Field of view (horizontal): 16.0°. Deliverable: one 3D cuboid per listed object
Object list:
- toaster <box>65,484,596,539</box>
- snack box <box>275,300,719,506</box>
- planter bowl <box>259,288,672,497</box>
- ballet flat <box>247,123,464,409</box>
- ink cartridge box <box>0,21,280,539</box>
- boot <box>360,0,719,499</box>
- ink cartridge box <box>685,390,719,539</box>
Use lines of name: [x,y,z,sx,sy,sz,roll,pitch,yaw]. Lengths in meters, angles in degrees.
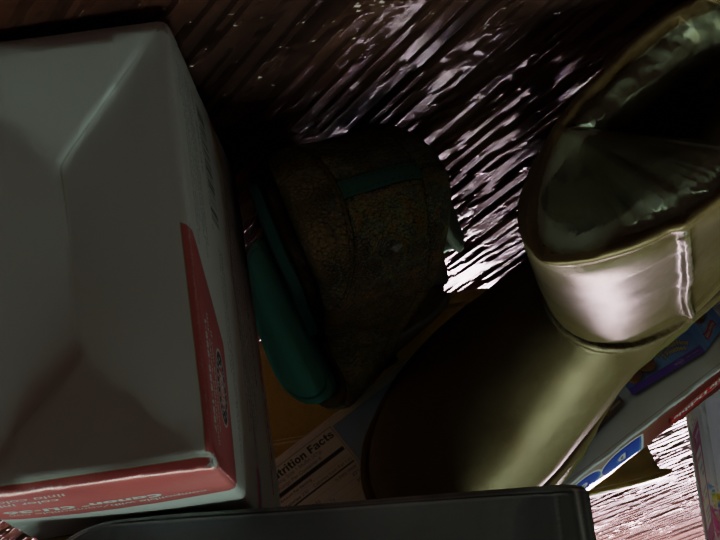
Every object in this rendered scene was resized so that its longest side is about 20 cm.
toaster: [-0.017,0.136,0.737,0.199,0.120,0.181,-3,168,-13]
snack box: [0.037,0.060,0.872,0.200,0.072,0.024,-37,159,-8]
planter bowl: [0.014,0.054,0.979,0.199,0.084,0.200,-9,178,0]
ballet flat: [0.000,0.000,0.820,0.070,0.071,0.200,-7,167,-4]
ink cartridge box: [-0.066,0.017,0.721,0.067,0.117,0.200,-8,167,2]
boot: [0.060,0.005,0.764,0.175,0.066,0.200,-47,170,-5]
ink cartridge box: [0.204,0.080,0.982,0.143,0.201,0.085,-8,171,2]
